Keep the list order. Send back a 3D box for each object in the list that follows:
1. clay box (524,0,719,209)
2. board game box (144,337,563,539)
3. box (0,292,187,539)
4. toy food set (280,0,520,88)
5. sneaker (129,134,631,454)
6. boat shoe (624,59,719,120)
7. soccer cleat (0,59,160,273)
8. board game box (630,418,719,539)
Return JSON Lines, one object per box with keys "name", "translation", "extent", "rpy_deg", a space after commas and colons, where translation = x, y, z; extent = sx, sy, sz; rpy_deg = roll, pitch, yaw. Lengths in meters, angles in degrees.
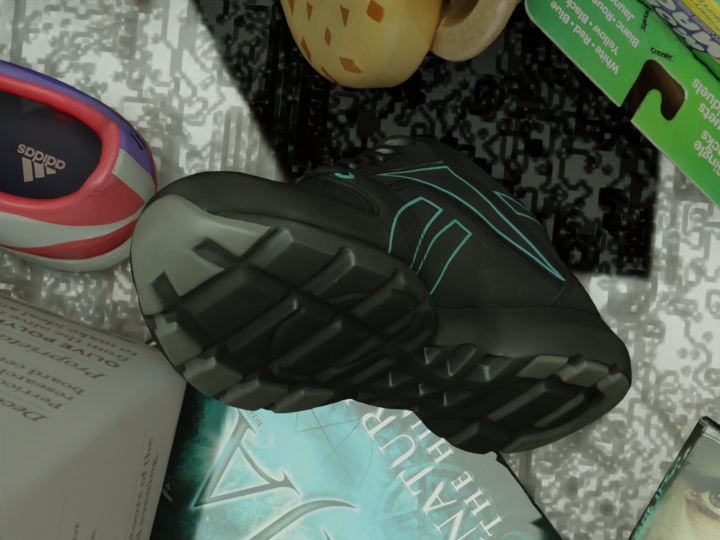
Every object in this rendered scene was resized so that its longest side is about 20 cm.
{"name": "clay box", "translation": [0.147, -0.119, 0.865], "extent": [0.115, 0.048, 0.200], "rpy_deg": [41, 75, -24]}
{"name": "board game box", "translation": [-0.007, 0.101, 0.926], "extent": [0.135, 0.028, 0.200], "rpy_deg": [-36, 88, 2]}
{"name": "box", "translation": [-0.182, 0.101, 0.800], "extent": [0.200, 0.171, 0.199], "rpy_deg": [19, 107, 11]}
{"name": "toy food set", "translation": [0.003, -0.157, 0.847], "extent": [0.049, 0.200, 0.198], "rpy_deg": [-12, 89, -14]}
{"name": "sneaker", "translation": [0.000, 0.000, 0.857], "extent": [0.075, 0.200, 0.079], "rpy_deg": [-32, 59, 27]}
{"name": "boat shoe", "translation": [0.081, -0.137, 0.896], "extent": [0.072, 0.072, 0.200], "rpy_deg": [-32, 101, -9]}
{"name": "soccer cleat", "translation": [-0.159, -0.054, 0.908], "extent": [0.200, 0.073, 0.068], "rpy_deg": [18, 76, 2]}
{"name": "board game box", "translation": [0.147, 0.146, 0.784], "extent": [0.200, 0.028, 0.135], "rpy_deg": [28, 93, 3]}
